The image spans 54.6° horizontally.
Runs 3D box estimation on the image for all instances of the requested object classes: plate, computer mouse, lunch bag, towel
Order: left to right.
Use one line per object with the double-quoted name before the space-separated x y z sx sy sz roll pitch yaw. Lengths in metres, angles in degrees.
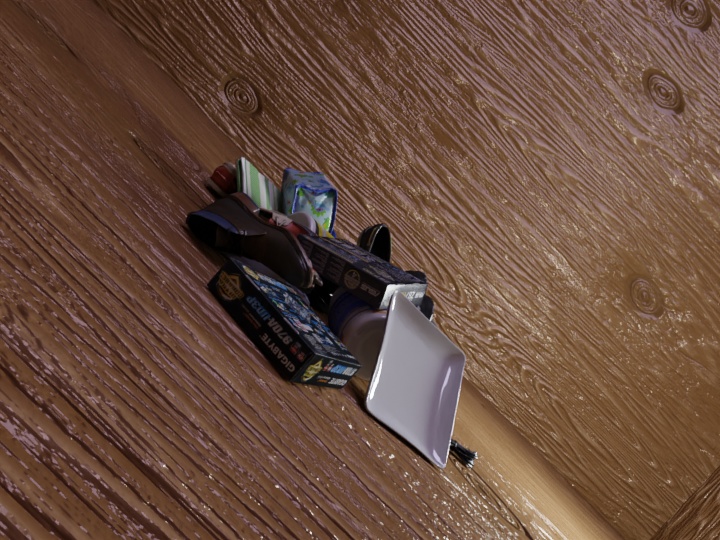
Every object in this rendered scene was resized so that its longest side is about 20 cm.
"towel" -0.209 -0.133 1.469 0.200 0.023 0.157 39 43 -69
"lunch bag" -0.124 -0.112 1.596 0.124 0.206 0.170 7 17 -16
"plate" 0.081 0.167 1.065 0.032 0.204 0.199 -16 -46 39
"computer mouse" 0.168 0.294 1.346 0.140 0.046 0.200 43 4 -15

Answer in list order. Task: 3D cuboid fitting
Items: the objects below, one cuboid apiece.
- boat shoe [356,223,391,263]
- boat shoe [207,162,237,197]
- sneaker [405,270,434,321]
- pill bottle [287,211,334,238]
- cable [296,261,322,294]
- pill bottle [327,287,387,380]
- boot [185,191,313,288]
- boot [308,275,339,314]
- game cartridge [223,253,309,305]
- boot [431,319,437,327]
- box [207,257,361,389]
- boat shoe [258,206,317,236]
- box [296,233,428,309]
"boat shoe" 0.021 0.009 1.332 0.070 0.207 0.060 15 -22 -29
"boat shoe" -0.282 -0.198 1.516 0.071 0.063 0.200 42 2 -4
"sneaker" 0.087 0.049 1.366 0.088 0.078 0.201 11 20 -9
"pill bottle" -0.088 -0.022 1.459 0.199 0.115 0.114 41 4 -43
"cable" -0.123 -0.034 1.110 0.097 0.050 0.201 42 6 -49
"pill bottle" 0.004 0.094 1.188 0.112 0.112 0.200 42 5 -22
"boot" -0.155 -0.030 0.962 0.096 0.076 0.199 -20 49 -42
"boot" -0.029 0.010 1.384 0.079 0.159 0.211 40 0 32
"game cartridge" -0.163 -0.013 1.107 0.200 0.041 0.134 43 8 -29
"boot" 0.064 0.110 1.385 0.162 0.067 0.200 31 22 11
"box" -0.087 0.072 0.875 0.159 0.046 0.200 46 3 18
"boat shoe" -0.161 -0.076 1.287 0.197 0.072 0.063 23 -18 31
"box" 0.000 0.000 1.199 0.197 0.050 0.160 29 11 27
